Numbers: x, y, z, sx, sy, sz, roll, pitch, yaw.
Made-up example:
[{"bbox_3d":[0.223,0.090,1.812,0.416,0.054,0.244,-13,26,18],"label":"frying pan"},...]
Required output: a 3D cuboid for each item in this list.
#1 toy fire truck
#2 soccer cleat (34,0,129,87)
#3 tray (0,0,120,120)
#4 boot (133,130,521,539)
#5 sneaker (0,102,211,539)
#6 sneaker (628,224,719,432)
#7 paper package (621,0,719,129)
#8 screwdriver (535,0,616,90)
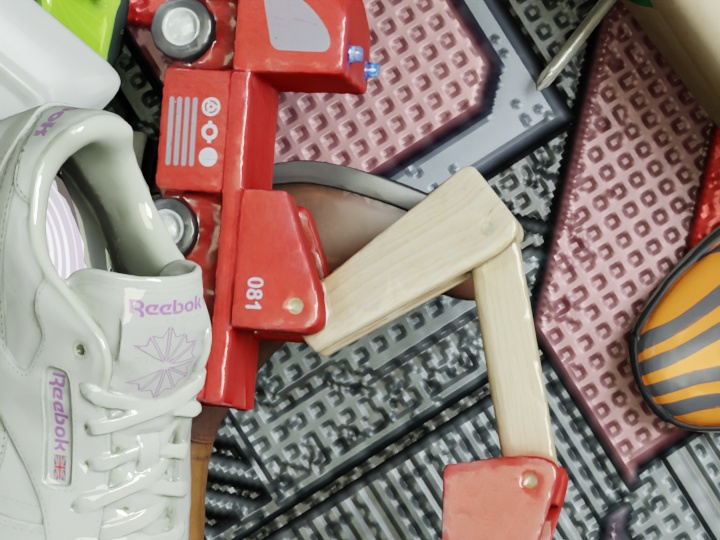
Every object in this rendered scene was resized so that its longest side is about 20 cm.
[{"bbox_3d":[0.000,0.000,0.847,0.140,0.049,0.201,4,85,10],"label":"toy fire truck"},{"bbox_3d":[-0.104,-0.136,0.901,0.067,0.081,0.201,-1,88,11],"label":"soccer cleat"},{"bbox_3d":[-0.179,-0.079,0.822,0.107,0.022,0.200,-45,116,11],"label":"tray"},{"bbox_3d":[-0.050,0.058,0.907,0.187,0.068,0.201,9,89,-1],"label":"boot"},{"bbox_3d":[-0.084,0.047,0.794,0.075,0.099,0.201,-11,87,-39],"label":"sneaker"},{"bbox_3d":[0.187,-0.003,0.891,0.199,0.112,0.078,-24,89,-2],"label":"sneaker"},{"bbox_3d":[0.158,-0.153,0.876,0.190,0.103,0.200,-38,106,-2],"label":"paper package"},{"bbox_3d":[0.128,-0.140,0.934,0.029,0.028,0.200,33,87,14],"label":"screwdriver"}]
